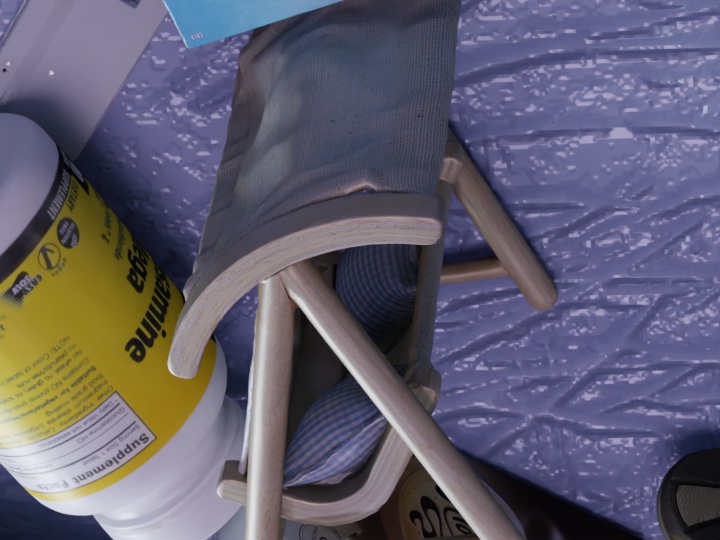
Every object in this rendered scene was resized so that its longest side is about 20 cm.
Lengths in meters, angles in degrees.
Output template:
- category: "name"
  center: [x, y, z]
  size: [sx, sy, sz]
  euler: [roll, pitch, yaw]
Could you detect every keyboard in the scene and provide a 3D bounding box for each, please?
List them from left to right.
- category: "keyboard"
  center: [-0.103, -0.127, 1.082]
  size: [0.056, 0.011, 0.200]
  euler: [25, 127, -17]

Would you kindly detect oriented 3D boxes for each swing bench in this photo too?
- category: "swing bench"
  center: [0.000, 0.000, 1.043]
  size: [0.129, 0.200, 0.201]
  euler: [-8, 126, 14]

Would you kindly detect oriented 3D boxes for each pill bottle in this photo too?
- category: "pill bottle"
  center: [-0.132, 0.035, 1.142]
  size: [0.112, 0.113, 0.200]
  euler: [-23, 124, 23]

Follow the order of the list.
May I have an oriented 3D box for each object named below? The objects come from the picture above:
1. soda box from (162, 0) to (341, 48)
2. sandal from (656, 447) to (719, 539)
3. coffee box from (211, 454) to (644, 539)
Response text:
- category: "soda box"
  center: [0.010, -0.158, 1.001]
  size: [0.199, 0.064, 0.068]
  euler: [-16, 127, 15]
- category: "sandal"
  center: [0.229, 0.145, 1.211]
  size: [0.200, 0.080, 0.057]
  euler: [26, 144, -4]
- category: "coffee box"
  center: [0.031, 0.149, 1.208]
  size: [0.199, 0.113, 0.080]
  euler: [26, 127, -13]
